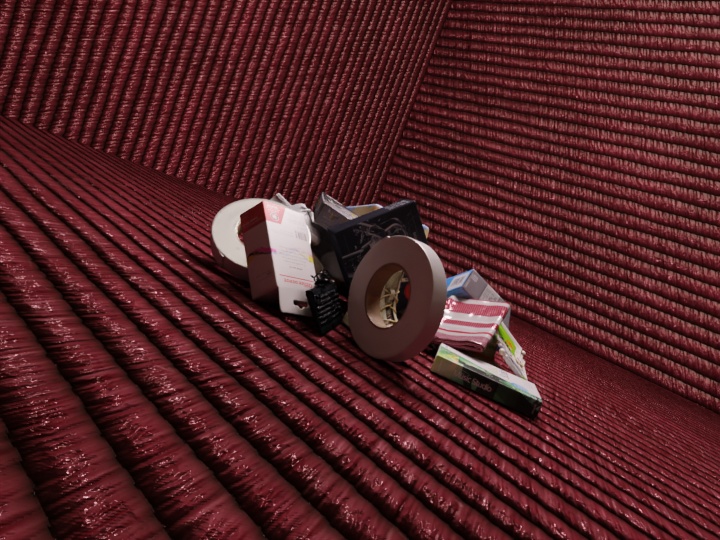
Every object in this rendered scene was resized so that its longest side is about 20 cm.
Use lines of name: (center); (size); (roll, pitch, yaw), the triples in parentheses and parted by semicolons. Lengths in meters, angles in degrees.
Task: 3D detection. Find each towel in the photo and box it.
towel: (0.221, 0.105, 1.254); (0.141, 0.023, 0.200); (6, 25, 29)

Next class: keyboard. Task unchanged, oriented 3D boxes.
keyboard: (-0.053, 0.048, 1.058); (0.039, 0.106, 0.200); (-18, 0, 8)

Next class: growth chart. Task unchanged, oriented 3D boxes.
growth chart: (0.314, 0.167, 1.257); (0.145, 0.018, 0.201); (51, 18, -11)

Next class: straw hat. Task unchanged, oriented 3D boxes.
straw hat: (0.251, 0.158, 1.295); (0.197, 0.087, 0.201); (23, 5, -2)

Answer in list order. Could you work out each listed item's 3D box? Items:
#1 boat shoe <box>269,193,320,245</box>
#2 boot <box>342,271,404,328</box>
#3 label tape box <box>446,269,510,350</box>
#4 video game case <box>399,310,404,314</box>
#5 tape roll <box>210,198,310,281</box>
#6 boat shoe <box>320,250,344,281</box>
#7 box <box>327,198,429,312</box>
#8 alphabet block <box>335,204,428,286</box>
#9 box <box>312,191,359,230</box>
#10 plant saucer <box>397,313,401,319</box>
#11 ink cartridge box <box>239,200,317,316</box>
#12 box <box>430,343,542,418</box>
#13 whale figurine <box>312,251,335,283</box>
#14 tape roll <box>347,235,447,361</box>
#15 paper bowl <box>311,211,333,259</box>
boat shoe: (-0.145, -0.120, 1.349); (0.199, 0.069, 0.072); (32, -6, 47)
boot: (0.050, 0.057, 1.076); (0.071, 0.158, 0.199); (18, 7, -34)
label tape box: (0.279, 0.100, 1.428); (0.200, 0.064, 0.144); (45, -27, -11)
video game case: (0.132, 0.090, 1.385); (0.197, 0.022, 0.181); (19, 7, -38)
tape roll: (-0.198, -0.062, 1.195); (0.198, 0.037, 0.206); (9, 47, -10)
boat shoe: (0.000, 0.000, 1.351); (0.195, 0.077, 0.068); (12, 9, 4)
box: (0.049, -0.020, 1.241); (0.179, 0.204, 0.104); (-21, 13, -7)
alphabet block: (0.038, -0.044, 1.587); (0.193, 0.205, 0.194); (18, -8, -31)
box: (-0.015, -0.094, 1.357); (0.198, 0.049, 0.159); (33, 10, -12)
plant saucer: (0.095, 0.104, 1.440); (0.197, 0.039, 0.201); (23, 5, -2)
ink cartridge box: (-0.141, -0.008, 1.066); (0.067, 0.204, 0.115); (-24, -22, 31)
box: (0.227, 0.196, 1.097); (0.196, 0.037, 0.144); (22, 5, 9)
whale figurine: (-0.140, -0.003, 1.318); (0.200, 0.104, 0.159); (45, -6, -9)
tape roll: (0.055, 0.044, 0.979); (0.037, 0.207, 0.202); (16, 8, -40)
paper bowl: (-0.127, -0.070, 1.479); (0.197, 0.106, 0.202); (25, -21, 10)
